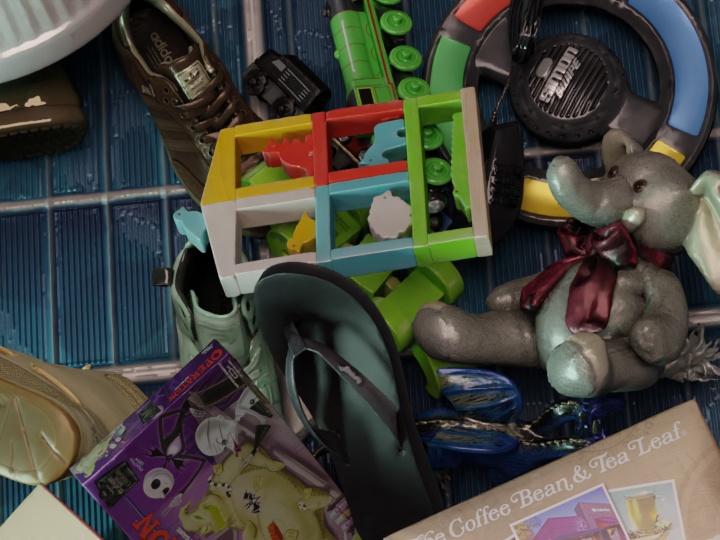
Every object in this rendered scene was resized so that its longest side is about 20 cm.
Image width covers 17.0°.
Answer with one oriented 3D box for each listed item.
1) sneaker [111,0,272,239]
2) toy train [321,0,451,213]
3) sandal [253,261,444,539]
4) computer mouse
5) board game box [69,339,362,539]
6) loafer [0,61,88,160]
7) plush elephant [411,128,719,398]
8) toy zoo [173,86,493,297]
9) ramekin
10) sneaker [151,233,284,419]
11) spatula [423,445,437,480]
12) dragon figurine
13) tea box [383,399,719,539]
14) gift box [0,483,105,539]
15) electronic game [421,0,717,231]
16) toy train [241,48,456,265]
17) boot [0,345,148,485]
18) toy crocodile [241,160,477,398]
[{"bbox_3d":[-0.111,-0.108,1.621,0.070,0.076,0.200,-36,72,-6],"label":"sneaker"},{"bbox_3d":[0.016,-0.116,1.600,0.056,0.042,0.200,-5,53,-12],"label":"toy train"},{"bbox_3d":[-0.005,0.085,1.465,0.076,0.043,0.201,-21,101,29],"label":"sandal"},{"bbox_3d":[0.100,-0.103,1.578,0.034,0.059,0.201,18,77,-14],"label":"computer mouse"},{"bbox_3d":[-0.076,0.151,1.485,0.120,0.200,0.032,-40,33,-5],"label":"board game box"},{"bbox_3d":[-0.287,-0.107,1.643,0.199,0.076,0.068,-5,69,-5],"label":"loafer"},{"bbox_3d":[0.159,-0.009,1.499,0.199,0.165,0.155,2,97,-33],"label":"plush elephant"},{"bbox_3d":[-0.020,-0.048,1.515,0.199,0.020,0.131,-8,48,7],"label":"toy zoo"},{"bbox_3d":[-0.253,-0.223,1.611,0.200,0.105,0.200,-13,40,11],"label":"ramekin"},{"bbox_3d":[-0.090,0.075,1.536,0.074,0.118,0.201,-9,71,3],"label":"sneaker"},{"bbox_3d":[0.000,0.066,1.581,0.056,0.021,0.201,-15,70,-6],"label":"spatula"},{"bbox_3d":[0.070,0.098,1.511,0.199,0.100,0.059,9,62,-4],"label":"dragon figurine"},{"bbox_3d":[0.133,0.194,1.435,0.200,0.197,0.134,-24,71,-2],"label":"tea box"},{"bbox_3d":[-0.193,0.253,1.452,0.184,0.200,0.187,38,81,21],"label":"gift box"},{"bbox_3d":[0.140,-0.122,1.618,0.199,0.042,0.201,-2,72,6],"label":"electronic game"},{"bbox_3d":[-0.001,-0.078,1.618,0.200,0.034,0.046,45,99,16],"label":"toy train"},{"bbox_3d":[-0.226,0.077,1.536,0.200,0.155,0.073,23,96,23],"label":"boot"},{"bbox_3d":[0.000,0.000,1.573,0.200,0.062,0.067,41,63,10],"label":"toy crocodile"}]
